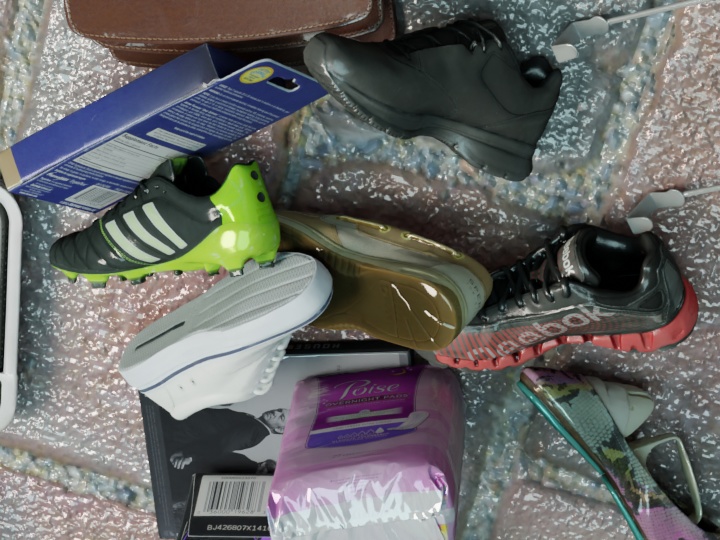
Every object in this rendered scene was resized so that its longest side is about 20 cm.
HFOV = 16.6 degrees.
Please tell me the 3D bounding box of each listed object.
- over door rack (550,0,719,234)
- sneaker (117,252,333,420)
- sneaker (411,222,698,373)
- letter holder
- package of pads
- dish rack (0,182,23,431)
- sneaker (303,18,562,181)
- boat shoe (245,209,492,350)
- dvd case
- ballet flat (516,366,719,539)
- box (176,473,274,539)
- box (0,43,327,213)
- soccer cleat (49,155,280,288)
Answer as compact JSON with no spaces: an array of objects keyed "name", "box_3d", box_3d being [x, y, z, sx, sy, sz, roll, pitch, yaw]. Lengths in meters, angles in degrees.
[{"name":"over door rack","box_3d":[0.243,-0.123,1.594,0.199,0.067,0.148,-16,112,29]},{"name":"sneaker","box_3d":[-0.078,0.046,1.671,0.071,0.073,0.199,42,139,-23]},{"name":"sneaker","box_3d":[0.124,0.015,1.652,0.199,0.071,0.098,-7,141,10]},{"name":"letter holder","box_3d":[-0.083,-0.181,1.589,0.198,0.101,0.143,-2,116,9]},{"name":"package of pads","box_3d":[0.008,0.131,1.638,0.120,0.200,0.076,-6,108,6]},{"name":"dish rack","box_3d":[-0.319,0.013,1.742,0.170,0.044,0.201,8,115,5]},{"name":"sneaker","box_3d":[0.048,-0.127,1.585,0.199,0.076,0.091,16,109,-41]},{"name":"boat shoe","box_3d":[0.000,0.000,1.660,0.199,0.066,0.074,22,126,33]},{"name":"dvd case","box_3d":[-0.056,0.123,1.765,0.198,0.025,0.151,-2,114,8]},{"name":"ballet flat","box_3d":[0.186,0.127,1.717,0.071,0.069,0.200,-36,110,2]},{"name":"box","box_3d":[-0.061,0.253,1.762,0.121,0.106,0.201,1,126,8]},{"name":"box","box_3d":[-0.126,-0.098,1.624,0.199,0.121,0.033,-24,75,18]},{"name":"soccer cleat","box_3d":[-0.134,-0.034,1.664,0.199,0.067,0.082,-5,96,39]}]
